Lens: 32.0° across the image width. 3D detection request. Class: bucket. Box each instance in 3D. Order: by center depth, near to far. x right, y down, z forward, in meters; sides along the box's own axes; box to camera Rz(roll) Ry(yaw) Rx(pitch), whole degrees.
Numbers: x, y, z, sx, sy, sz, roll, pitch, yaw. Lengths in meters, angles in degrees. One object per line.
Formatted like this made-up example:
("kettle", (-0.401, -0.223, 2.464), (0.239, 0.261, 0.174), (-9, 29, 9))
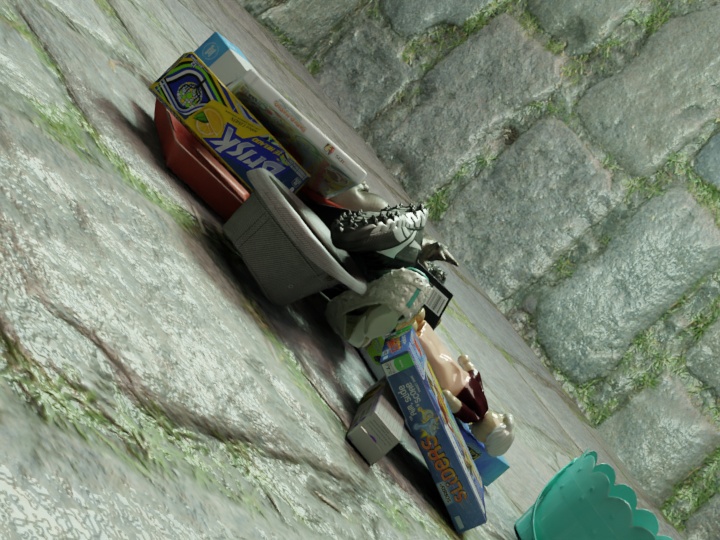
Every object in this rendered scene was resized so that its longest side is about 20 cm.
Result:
("bucket", (0.298, 0.339, 1.555), (0.207, 0.135, 0.207), (47, 7, -8))

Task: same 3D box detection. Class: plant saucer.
("plant saucer", (-0.176, -0.116, 1.515), (0.200, 0.037, 0.200), (44, 8, -29))

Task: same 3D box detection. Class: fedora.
("fedora", (-0.083, -0.022, 1.368), (0.177, 0.090, 0.200), (52, 5, 18))

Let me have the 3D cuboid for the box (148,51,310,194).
("box", (-0.152, -0.159, 1.452), (0.200, 0.064, 0.070), (46, -5, -16))

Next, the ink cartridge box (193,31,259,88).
("ink cartridge box", (-0.172, -0.213, 1.703), (0.200, 0.116, 0.067), (52, 9, 26))

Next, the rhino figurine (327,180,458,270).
("rhino figurine", (0.039, -0.054, 1.614), (0.200, 0.060, 0.087), (31, 13, 5))

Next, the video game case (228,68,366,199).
("video game case", (-0.096, -0.155, 1.523), (0.182, 0.023, 0.200), (41, -17, -12))

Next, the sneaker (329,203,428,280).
("sneaker", (0.026, -0.025, 1.421), (0.200, 0.066, 0.091), (-16, 108, -65))

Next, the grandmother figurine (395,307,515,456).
("grandmother figurine", (0.116, 0.139, 1.506), (0.200, 0.061, 0.121), (52, 36, -7))

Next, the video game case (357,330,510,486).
("video game case", (0.089, 0.165, 1.581), (0.200, 0.045, 0.181), (40, 13, -48))

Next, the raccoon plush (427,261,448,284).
("raccoon plush", (0.033, -0.019, 1.726), (0.200, 0.097, 0.134), (38, 0, -11))

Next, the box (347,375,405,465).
("box", (0.021, 0.150, 1.301), (0.041, 0.039, 0.200), (49, 8, -2))

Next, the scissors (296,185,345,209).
("scissors", (-0.010, -0.064, 1.558), (0.200, 0.014, 0.073), (25, -16, 12))

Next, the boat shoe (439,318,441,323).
("boat shoe", (0.064, 0.074, 1.781), (0.075, 0.075, 0.202), (43, 8, 3))

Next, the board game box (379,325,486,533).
("board game box", (0.079, 0.166, 1.347), (0.135, 0.034, 0.200), (-64, 130, -81))

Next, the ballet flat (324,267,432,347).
("ballet flat", (0.009, 0.052, 1.441), (0.072, 0.072, 0.200), (48, -33, -5))

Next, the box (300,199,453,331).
("box", (0.000, 0.000, 1.577), (0.141, 0.079, 0.200), (17, -18, 47))
